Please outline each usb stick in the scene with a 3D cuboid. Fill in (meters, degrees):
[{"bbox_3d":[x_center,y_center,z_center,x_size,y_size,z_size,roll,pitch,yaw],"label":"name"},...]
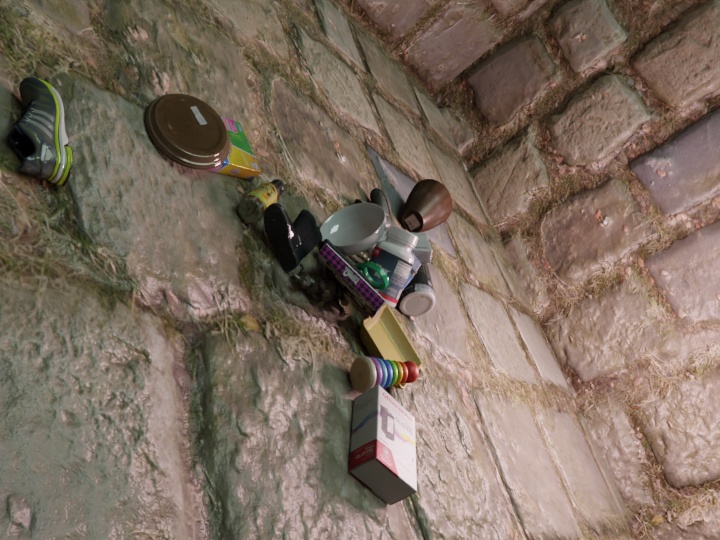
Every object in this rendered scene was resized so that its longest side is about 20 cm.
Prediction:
[{"bbox_3d":[-0.032,-0.004,1.602,0.200,0.056,0.033,44,62,5],"label":"usb stick"}]

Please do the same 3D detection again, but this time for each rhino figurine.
[{"bbox_3d":[-0.104,0.042,1.481,0.198,0.060,0.088,32,19,-46],"label":"rhino figurine"}]

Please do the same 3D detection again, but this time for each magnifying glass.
[{"bbox_3d":[0.000,0.000,1.620,0.022,0.197,0.081,-44,131,-27],"label":"magnifying glass"}]

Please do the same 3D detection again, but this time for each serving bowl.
[{"bbox_3d":[-0.016,-0.104,1.695,0.203,0.194,0.067,-88,161,-52],"label":"serving bowl"}]

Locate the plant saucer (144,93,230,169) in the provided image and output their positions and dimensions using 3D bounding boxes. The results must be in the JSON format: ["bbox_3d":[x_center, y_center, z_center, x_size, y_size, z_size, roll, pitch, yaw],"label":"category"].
[{"bbox_3d":[-0.377,-0.316,1.350,0.196,0.029,0.205,21,50,-27],"label":"plant saucer"}]

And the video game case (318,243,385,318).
[{"bbox_3d":[-0.025,0.031,1.515,0.199,0.036,0.181,44,-10,4],"label":"video game case"}]

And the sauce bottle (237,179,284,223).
[{"bbox_3d":[-0.237,-0.178,1.491,0.065,0.064,0.201,51,24,-12],"label":"sauce bottle"}]

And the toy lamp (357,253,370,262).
[{"bbox_3d":[0.020,-0.032,1.813,0.199,0.057,0.059,43,27,-31],"label":"toy lamp"}]

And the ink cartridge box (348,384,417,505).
[{"bbox_3d":[0.052,0.382,1.351,0.146,0.082,0.203,44,28,-25],"label":"ink cartridge box"}]

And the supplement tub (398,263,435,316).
[{"bbox_3d":[0.167,0.033,1.935,0.122,0.121,0.204,37,31,-35],"label":"supplement tub"}]

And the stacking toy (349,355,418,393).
[{"bbox_3d":[0.070,0.253,1.484,0.196,0.085,0.087,8,51,-42],"label":"stacking toy"}]

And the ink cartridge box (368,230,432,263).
[{"bbox_3d":[0.122,-0.079,1.930,0.174,0.193,0.045,-88,-178,-71],"label":"ink cartridge box"}]

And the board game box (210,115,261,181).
[{"bbox_3d":[-0.340,-0.306,1.470,0.198,0.040,0.156,2,59,-61],"label":"board game box"}]

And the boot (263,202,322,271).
[{"bbox_3d":[-0.163,-0.112,1.516,0.201,0.064,0.170,-53,134,-61],"label":"boot"}]

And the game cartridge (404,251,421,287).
[{"bbox_3d":[0.087,0.005,1.789,0.130,0.038,0.201,47,64,-12],"label":"game cartridge"}]

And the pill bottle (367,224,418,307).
[{"bbox_3d":[0.081,-0.014,1.677,0.117,0.205,0.120,23,1,0],"label":"pill bottle"}]

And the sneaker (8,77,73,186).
[{"bbox_3d":[-0.531,-0.237,0.994,0.080,0.073,0.204,6,53,-56],"label":"sneaker"}]

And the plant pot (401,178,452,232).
[{"bbox_3d":[0.238,-0.227,2.347,0.189,0.185,0.200,53,39,-6],"label":"plant pot"}]

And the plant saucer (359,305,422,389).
[{"bbox_3d":[0.074,0.209,1.642,0.203,0.048,0.199,59,23,2],"label":"plant saucer"}]

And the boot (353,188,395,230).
[{"bbox_3d":[0.033,-0.212,2.055,0.197,0.072,0.186,5,54,-53],"label":"boot"}]
